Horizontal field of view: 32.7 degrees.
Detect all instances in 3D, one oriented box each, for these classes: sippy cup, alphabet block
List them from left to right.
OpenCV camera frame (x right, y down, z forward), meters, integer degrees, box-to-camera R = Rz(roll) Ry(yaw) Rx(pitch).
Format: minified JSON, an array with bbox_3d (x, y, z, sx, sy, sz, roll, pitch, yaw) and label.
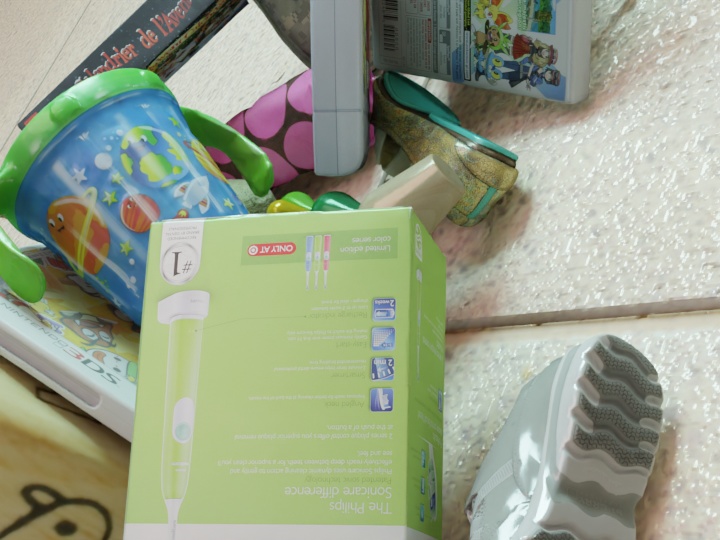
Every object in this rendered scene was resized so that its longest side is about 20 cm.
[{"bbox_3d":[-0.215,0.139,0.788,0.196,0.200,0.196,-56,26,15],"label":"alphabet block"},{"bbox_3d":[-0.138,-0.036,0.783,0.178,0.140,0.130,-42,73,-7],"label":"sippy cup"}]

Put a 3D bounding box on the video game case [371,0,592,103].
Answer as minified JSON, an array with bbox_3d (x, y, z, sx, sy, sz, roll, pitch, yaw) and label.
[{"bbox_3d":[0.075,-0.221,0.809,0.022,0.201,0.182,-20,28,-40],"label":"video game case"}]

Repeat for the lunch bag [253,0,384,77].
[{"bbox_3d":[-0.048,-0.265,1.023,0.118,0.200,0.164,-41,31,17],"label":"lunch bag"}]

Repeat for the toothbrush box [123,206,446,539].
[{"bbox_3d":[-0.035,0.077,0.634,0.145,0.086,0.201,-4,71,15],"label":"toothbrush box"}]

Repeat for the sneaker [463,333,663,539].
[{"bbox_3d":[0.083,0.128,0.569,0.082,0.075,0.200,-32,26,56],"label":"sneaker"}]

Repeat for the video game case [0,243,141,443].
[{"bbox_3d":[-0.156,0.039,0.786,0.023,0.182,0.200,-60,-9,13],"label":"video game case"}]

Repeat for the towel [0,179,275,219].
[{"bbox_3d":[-0.178,-0.055,0.941,0.200,0.148,0.037,12,107,20],"label":"towel"}]

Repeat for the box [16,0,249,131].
[{"bbox_3d":[-0.179,-0.170,0.997,0.200,0.038,0.137,-43,5,3],"label":"box"}]

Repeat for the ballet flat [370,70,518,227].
[{"bbox_3d":[0.044,-0.083,0.843,0.071,0.071,0.200,-49,30,6],"label":"ballet flat"}]

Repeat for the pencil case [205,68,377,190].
[{"bbox_3d":[-0.066,-0.107,1.001,0.200,0.094,0.091,-21,85,40],"label":"pencil case"}]

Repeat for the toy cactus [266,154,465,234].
[{"bbox_3d":[0.000,0.000,0.759,0.165,0.102,0.200,-41,25,18],"label":"toy cactus"}]

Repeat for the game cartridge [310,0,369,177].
[{"bbox_3d":[-0.013,-0.163,0.822,0.133,0.041,0.201,-46,-44,-81],"label":"game cartridge"}]
